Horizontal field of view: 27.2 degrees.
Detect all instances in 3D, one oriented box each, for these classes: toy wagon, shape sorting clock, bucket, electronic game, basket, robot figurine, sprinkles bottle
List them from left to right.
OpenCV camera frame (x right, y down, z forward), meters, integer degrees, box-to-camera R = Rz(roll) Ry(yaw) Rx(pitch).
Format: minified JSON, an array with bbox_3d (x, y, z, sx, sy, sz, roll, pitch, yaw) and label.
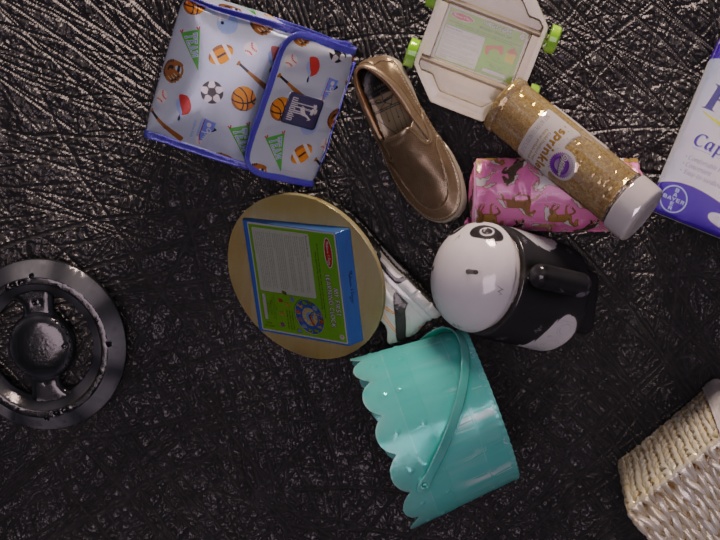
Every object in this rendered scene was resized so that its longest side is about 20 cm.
[{"bbox_3d":[-0.368,0.086,1.728,0.198,0.042,0.202,1,100,3],"label":"electronic game"},{"bbox_3d":[-0.061,0.007,1.667,0.198,0.039,0.202,15,121,27],"label":"shape sorting clock"},{"bbox_3d":[0.082,0.167,1.637,0.134,0.207,0.209,-21,97,-1],"label":"bucket"},{"bbox_3d":[0.143,-0.270,1.647,0.154,0.040,0.202,21,98,0],"label":"toy wagon"},{"bbox_3d":[0.169,0.016,1.620,0.199,0.126,0.151,14,130,-34],"label":"robot figurine"},{"bbox_3d":[0.225,-0.119,1.584,0.200,0.068,0.068,41,99,17],"label":"sprinkles bottle"},{"bbox_3d":[0.400,0.258,1.628,0.160,0.200,0.199,-40,94,10],"label":"basket"}]

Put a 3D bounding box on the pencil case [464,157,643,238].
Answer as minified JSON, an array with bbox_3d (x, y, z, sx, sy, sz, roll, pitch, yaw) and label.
[{"bbox_3d":[0.214,-0.081,1.650,0.198,0.083,0.087,2,70,3],"label":"pencil case"}]

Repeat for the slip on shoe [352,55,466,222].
[{"bbox_3d":[0.051,-0.143,1.641,0.076,0.060,0.202,-24,87,25],"label":"slip on shoe"}]

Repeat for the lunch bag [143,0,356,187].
[{"bbox_3d":[-0.118,-0.198,1.633,0.198,0.124,0.172,19,102,-5],"label":"lunch bag"}]

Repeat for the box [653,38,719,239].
[{"bbox_3d":[0.431,-0.126,1.600,0.182,0.105,0.202,23,99,12],"label":"box"}]

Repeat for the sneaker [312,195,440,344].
[{"bbox_3d":[0.000,0.000,1.679,0.080,0.074,0.200,-43,91,15],"label":"sneaker"}]
